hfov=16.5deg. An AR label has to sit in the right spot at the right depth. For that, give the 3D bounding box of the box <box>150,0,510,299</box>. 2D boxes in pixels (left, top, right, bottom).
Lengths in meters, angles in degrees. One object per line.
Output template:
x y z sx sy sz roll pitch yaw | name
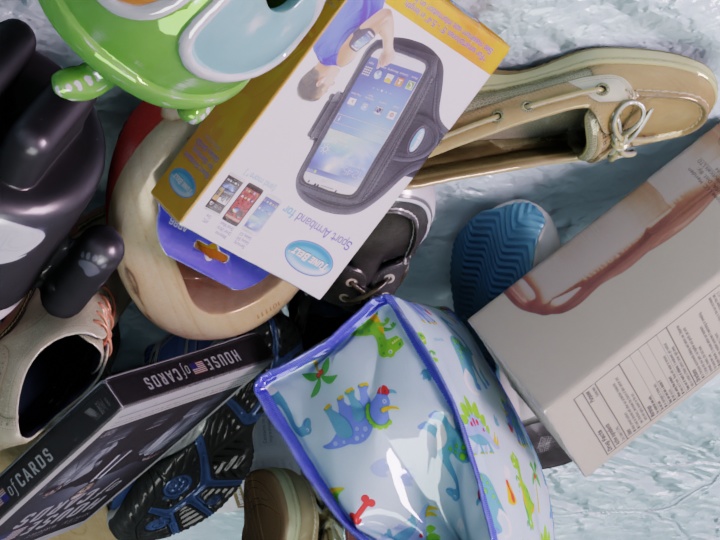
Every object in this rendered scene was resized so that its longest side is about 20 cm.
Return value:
-0.022 -0.072 1.334 0.119 0.041 0.200 29 100 -44 | box

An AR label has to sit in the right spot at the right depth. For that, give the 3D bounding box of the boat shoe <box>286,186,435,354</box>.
0.000 0.000 1.501 0.069 0.057 0.200 3 156 -14 | boat shoe

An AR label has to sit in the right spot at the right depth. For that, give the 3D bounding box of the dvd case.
-0.159 0.111 1.460 0.200 0.025 0.150 -42 167 31 | dvd case

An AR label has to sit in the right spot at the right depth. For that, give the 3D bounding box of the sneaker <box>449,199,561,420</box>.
0.108 0.019 1.578 0.081 0.077 0.200 -24 148 -17 | sneaker

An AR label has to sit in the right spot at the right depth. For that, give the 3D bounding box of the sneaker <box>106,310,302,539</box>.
-0.107 0.089 1.577 0.076 0.077 0.200 7 123 -46 | sneaker

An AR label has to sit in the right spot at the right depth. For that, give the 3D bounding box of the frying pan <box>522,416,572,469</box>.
0.097 0.107 1.752 0.190 0.031 0.115 7 145 -28 | frying pan

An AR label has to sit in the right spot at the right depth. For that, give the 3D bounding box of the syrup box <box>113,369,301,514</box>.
-0.117 0.114 1.665 0.200 0.079 0.081 -8 149 1 | syrup box

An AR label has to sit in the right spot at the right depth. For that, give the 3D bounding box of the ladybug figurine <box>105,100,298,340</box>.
-0.086 -0.041 1.407 0.136 0.072 0.200 -32 146 -15 | ladybug figurine

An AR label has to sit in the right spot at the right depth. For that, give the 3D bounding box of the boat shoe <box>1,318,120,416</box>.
-0.184 0.040 1.553 0.065 0.073 0.200 -26 145 -19 | boat shoe

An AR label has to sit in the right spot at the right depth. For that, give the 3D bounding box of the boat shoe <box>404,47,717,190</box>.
0.106 -0.081 1.414 0.200 0.063 0.073 -2 148 -7 | boat shoe

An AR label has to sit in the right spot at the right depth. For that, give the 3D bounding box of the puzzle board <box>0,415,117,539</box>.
-0.237 0.142 1.605 0.150 0.017 0.200 -1 148 9 | puzzle board

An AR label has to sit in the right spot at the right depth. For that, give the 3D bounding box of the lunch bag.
0.044 0.126 1.496 0.127 0.200 0.170 -36 169 12 | lunch bag

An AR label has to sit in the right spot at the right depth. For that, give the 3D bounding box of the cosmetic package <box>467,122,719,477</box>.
0.177 0.017 1.491 0.200 0.087 0.103 -37 146 -3 | cosmetic package

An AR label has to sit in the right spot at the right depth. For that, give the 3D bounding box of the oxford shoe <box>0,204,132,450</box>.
-0.162 0.035 1.427 0.074 0.200 0.071 6 136 36 | oxford shoe

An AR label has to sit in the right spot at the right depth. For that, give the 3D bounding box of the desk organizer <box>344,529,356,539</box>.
0.031 0.160 1.751 0.077 0.072 0.200 6 154 4 | desk organizer

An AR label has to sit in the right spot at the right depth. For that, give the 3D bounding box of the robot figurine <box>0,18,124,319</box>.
-0.212 -0.048 1.347 0.125 0.150 0.200 -7 152 -34 | robot figurine

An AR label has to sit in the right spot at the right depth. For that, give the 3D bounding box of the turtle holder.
-0.067 -0.149 1.196 0.185 0.141 0.132 25 135 -39 | turtle holder

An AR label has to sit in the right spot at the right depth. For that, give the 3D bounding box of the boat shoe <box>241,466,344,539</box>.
-0.042 0.175 1.646 0.063 0.073 0.200 -9 161 -10 | boat shoe
